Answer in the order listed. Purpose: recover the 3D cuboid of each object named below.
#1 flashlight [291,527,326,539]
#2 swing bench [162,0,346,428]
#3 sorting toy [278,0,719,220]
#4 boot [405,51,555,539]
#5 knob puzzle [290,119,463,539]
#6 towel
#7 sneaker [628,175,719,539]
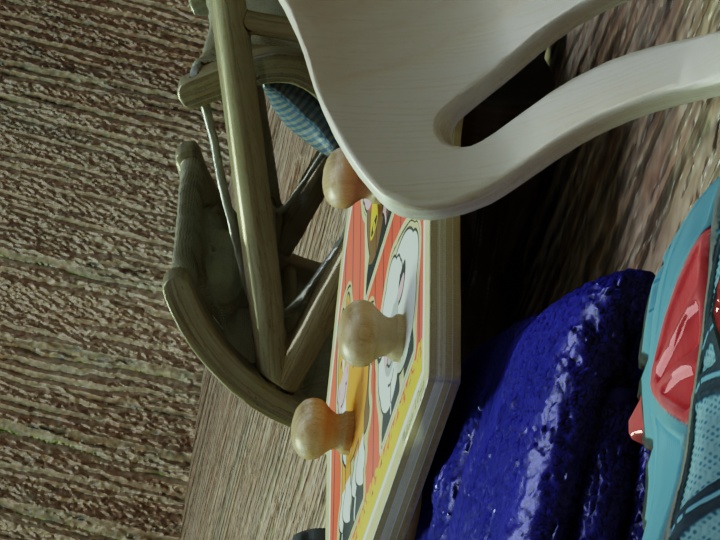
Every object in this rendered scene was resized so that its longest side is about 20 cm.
[{"bbox_3d":[-0.010,0.195,1.026,0.068,0.068,0.201,-33,42,38],"label":"flashlight"},{"bbox_3d":[-0.023,-0.053,1.244,0.199,0.129,0.201,-98,19,-72],"label":"swing bench"},{"bbox_3d":[0.042,-0.113,0.690,0.199,0.107,0.181,-22,66,31],"label":"sorting toy"},{"bbox_3d":[0.028,-0.005,1.030,0.187,0.064,0.201,-86,3,-64],"label":"boot"},{"bbox_3d":[0.000,0.000,0.905,0.220,0.030,0.221,-174,90,-83],"label":"knob puzzle"},{"bbox_3d":[0.041,0.079,0.760,0.200,0.049,0.149,136,143,-81],"label":"towel"},{"bbox_3d":[0.074,0.025,0.371,0.201,0.079,0.096,-87,10,-48],"label":"sneaker"}]
